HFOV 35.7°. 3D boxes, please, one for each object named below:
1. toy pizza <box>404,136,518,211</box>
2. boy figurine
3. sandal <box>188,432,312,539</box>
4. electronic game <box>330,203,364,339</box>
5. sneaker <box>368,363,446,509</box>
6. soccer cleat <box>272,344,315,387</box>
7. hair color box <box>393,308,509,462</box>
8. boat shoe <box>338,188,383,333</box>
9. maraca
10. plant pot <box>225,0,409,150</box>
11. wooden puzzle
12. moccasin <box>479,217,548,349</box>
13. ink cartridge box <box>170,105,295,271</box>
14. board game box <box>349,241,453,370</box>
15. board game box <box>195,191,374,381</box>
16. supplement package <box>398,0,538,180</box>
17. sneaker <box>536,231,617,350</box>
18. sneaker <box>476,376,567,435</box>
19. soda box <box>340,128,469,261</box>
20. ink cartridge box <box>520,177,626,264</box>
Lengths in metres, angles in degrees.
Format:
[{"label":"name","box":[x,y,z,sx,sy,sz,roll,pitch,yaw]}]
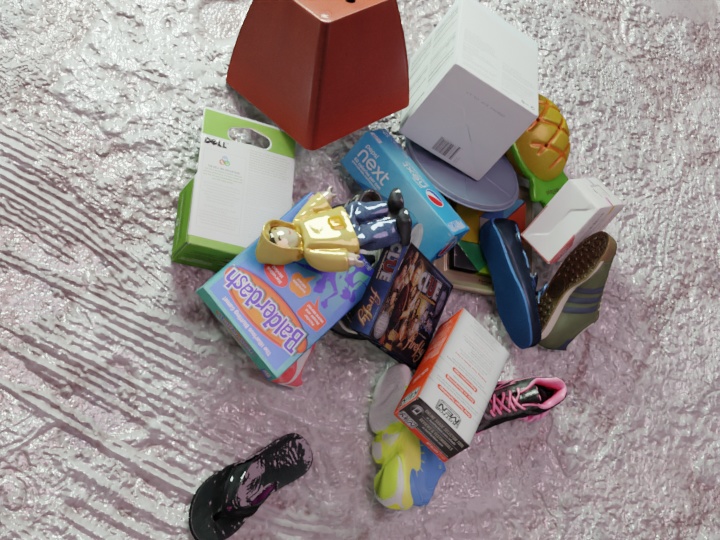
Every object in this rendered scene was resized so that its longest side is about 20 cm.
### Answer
[{"label":"toy pizza","box":[0.153,-0.158,1.718,0.198,0.032,0.202,19,41,-17]},{"label":"boy figurine","box":[-0.039,-0.054,1.420,0.197,0.065,0.126,-10,59,-9]},{"label":"sandal","box":[-0.139,0.271,1.430,0.200,0.048,0.076,-36,92,-33]},{"label":"electronic game","box":[0.000,0.000,1.602,0.197,0.042,0.203,6,73,-20]},{"label":"sneaker","box":[0.067,0.236,1.555,0.104,0.075,0.203,25,61,-40]},{"label":"soccer cleat","box":[-0.082,0.060,1.523,0.076,0.066,0.202,41,60,-46]},{"label":"hair color box","box":[0.129,0.155,1.544,0.101,0.061,0.200,44,40,-8]},{"label":"boat shoe","box":[0.003,-0.015,1.551,0.073,0.060,0.203,13,70,-17]},{"label":"maraca","box":[0.286,-0.192,1.789,0.136,0.106,0.203,-19,91,-42]},{"label":"plant pot","box":[-0.052,-0.321,1.557,0.199,0.178,0.200,-29,55,-33]},{"label":"wooden puzzle","box":[0.194,-0.058,1.733,0.183,0.037,0.203,10,69,-25]},{"label":"moccasin","box":[0.243,0.014,1.680,0.068,0.080,0.203,-11,85,-33]},{"label":"ink cartridge box","box":[-0.169,-0.102,1.525,0.146,0.076,0.203,13,67,-24]},{"label":"board game box","box":[0.060,0.048,1.528,0.137,0.034,0.200,-67,153,-8]},{"label":"board game box","box":[-0.091,0.020,1.457,0.200,0.045,0.153,-43,98,-21]},{"label":"supplement package","box":[0.166,-0.278,1.689,0.151,0.151,0.201,29,40,-17]},{"label":"sneaker","box":[0.340,0.039,1.722,0.089,0.067,0.201,30,102,-32]},{"label":"sneaker","box":[0.217,0.189,1.629,0.198,0.095,0.080,-9,79,-29]},{"label":"soda box","box":[0.064,-0.109,1.624,0.201,0.068,0.064,51,28,10]},{"label":"ink cartridge box","box":[0.337,-0.081,1.742,0.068,0.117,0.199,46,22,15]}]
